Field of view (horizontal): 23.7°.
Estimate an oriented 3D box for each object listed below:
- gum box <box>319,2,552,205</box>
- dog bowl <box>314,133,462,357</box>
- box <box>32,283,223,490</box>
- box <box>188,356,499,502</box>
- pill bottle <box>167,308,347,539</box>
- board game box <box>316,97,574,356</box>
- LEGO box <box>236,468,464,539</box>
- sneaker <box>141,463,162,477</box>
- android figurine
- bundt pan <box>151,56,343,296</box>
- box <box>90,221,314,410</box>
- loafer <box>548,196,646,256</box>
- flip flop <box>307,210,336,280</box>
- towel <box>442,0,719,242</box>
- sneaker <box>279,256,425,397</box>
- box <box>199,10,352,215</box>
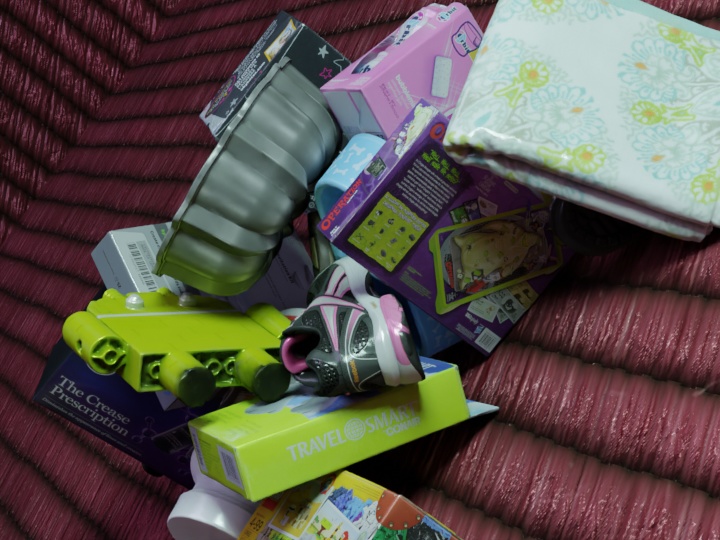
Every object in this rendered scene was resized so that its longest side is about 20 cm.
[{"bbox_3d":[0.066,-0.097,1.323,0.113,0.200,0.066,-39,23,-22],"label":"gum box"},{"bbox_3d":[0.024,-0.011,1.318,0.050,0.200,0.111,-38,43,-22],"label":"dog bowl"},{"bbox_3d":[-0.166,0.102,1.522,0.141,0.200,0.079,-48,19,33],"label":"box"},{"bbox_3d":[-0.014,0.108,1.261,0.199,0.048,0.122,-18,10,-20],"label":"box"},{"bbox_3d":[-0.065,0.139,1.370,0.116,0.116,0.200,-21,33,55],"label":"pill bottle"},{"bbox_3d":[0.070,-0.027,1.251,0.120,0.200,0.032,-47,43,7],"label":"board game box"},{"bbox_3d":[-0.024,0.220,1.203,0.149,0.077,0.200,-56,20,-11],"label":"LEGO box"},{"bbox_3d":[-0.147,0.128,1.663,0.200,0.071,0.080,-47,24,29],"label":"sneaker"},{"bbox_3d":[-0.136,0.052,1.316,0.200,0.181,0.041,34,121,57],"label":"android figurine"},{"bbox_3d":[-0.079,-0.062,1.345,0.202,0.076,0.202,-57,0,-1],"label":"bundt pan"},{"bbox_3d":[-0.115,0.028,1.483,0.200,0.156,0.041,-12,-23,-44],"label":"box"},{"bbox_3d":[0.195,-0.084,1.269,0.200,0.073,0.071,-53,12,-28],"label":"loafer"},{"bbox_3d":[0.000,0.000,1.441,0.057,0.200,0.081,-12,70,14],"label":"flip flop"},{"bbox_3d":[0.175,-0.119,1.194,0.048,0.199,0.172,102,-171,-54],"label":"towel"},{"bbox_3d":[-0.022,0.043,1.258,0.086,0.081,0.200,-18,10,-9],"label":"sneaker"},{"bbox_3d":[-0.027,-0.119,1.553,0.132,0.200,0.115,-51,18,4],"label":"box"}]
